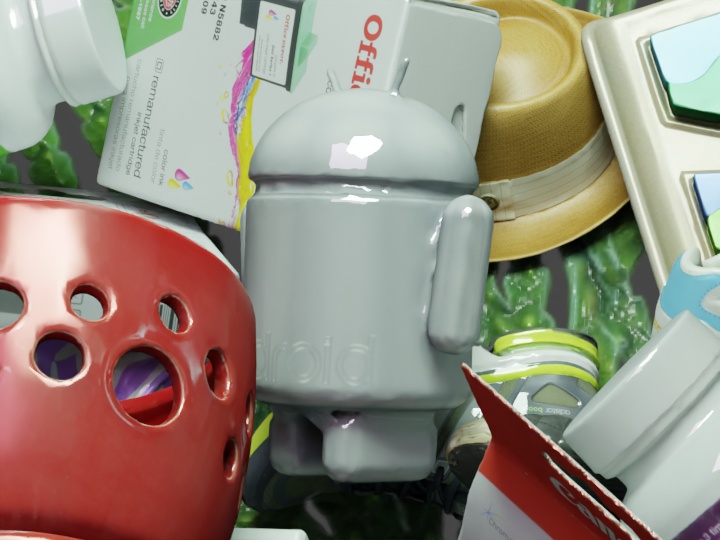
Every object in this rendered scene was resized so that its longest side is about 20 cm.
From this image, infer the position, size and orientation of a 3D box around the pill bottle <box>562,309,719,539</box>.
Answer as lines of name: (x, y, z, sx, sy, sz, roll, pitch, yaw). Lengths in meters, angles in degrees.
pill bottle: (0.190, 0.116, 1.055, 0.200, 0.112, 0.112, 45, 72, 3)

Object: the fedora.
fedora: (0.072, -0.099, 1.307, 0.199, 0.082, 0.202, -7, 53, 10)

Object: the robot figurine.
robot figurine: (0.000, 0.000, 1.122, 0.169, 0.112, 0.202, 0, 88, 44)

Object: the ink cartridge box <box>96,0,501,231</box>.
ink cartridge box: (-0.036, -0.092, 1.267, 0.199, 0.084, 0.146, 18, 99, 39)

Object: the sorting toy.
sorting toy: (0.235, -0.077, 1.241, 0.199, 0.037, 0.186, -15, 73, -1)

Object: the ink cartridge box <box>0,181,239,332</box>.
ink cartridge box: (-0.159, -0.006, 1.248, 0.161, 0.058, 0.200, 5, 7, -14)

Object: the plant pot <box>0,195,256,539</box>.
plant pot: (-0.144, 0.093, 1.003, 0.199, 0.201, 0.184, -7, 56, 9)

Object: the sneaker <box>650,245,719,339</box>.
sneaker: (0.236, 0.018, 1.152, 0.199, 0.081, 0.077, -9, 32, -26)

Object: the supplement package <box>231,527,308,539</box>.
supplement package: (-0.084, 0.235, 1.083, 0.120, 0.120, 0.201, 1, 54, 14)

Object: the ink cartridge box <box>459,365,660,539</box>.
ink cartridge box: (0.103, 0.149, 1.036, 0.057, 0.200, 0.162, -44, 55, -7)

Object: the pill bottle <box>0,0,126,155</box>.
pill bottle: (-0.234, -0.110, 1.271, 0.199, 0.111, 0.112, -15, 52, 8)

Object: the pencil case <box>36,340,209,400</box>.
pencil case: (-0.168, 0.043, 1.271, 0.199, 0.084, 0.086, 30, 102, 33)

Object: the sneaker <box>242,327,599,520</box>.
sneaker: (0.033, 0.091, 1.190, 0.199, 0.074, 0.081, -17, 56, 4)

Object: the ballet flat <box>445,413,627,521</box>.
ballet flat: (0.138, 0.092, 1.145, 0.198, 0.067, 0.057, 5, 55, -10)
